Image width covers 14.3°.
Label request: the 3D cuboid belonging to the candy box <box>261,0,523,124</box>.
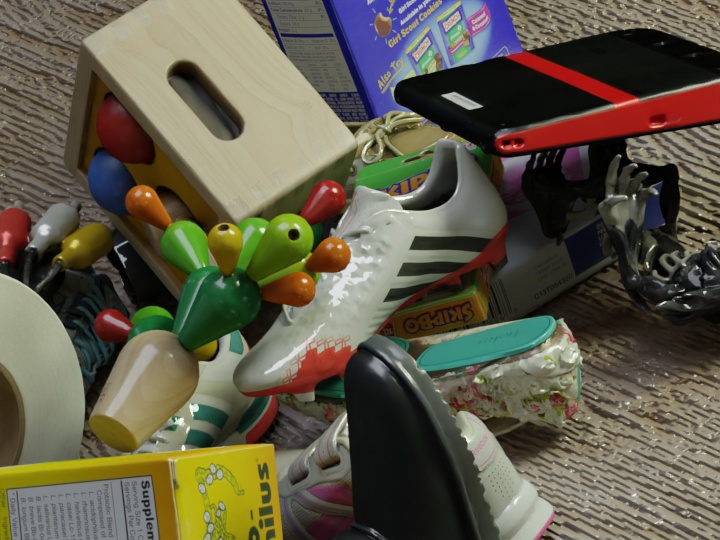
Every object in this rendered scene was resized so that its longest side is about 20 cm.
[{"bbox_3d":[0.014,-0.196,2.014,0.077,0.200,0.169,3,34,40],"label":"candy box"}]

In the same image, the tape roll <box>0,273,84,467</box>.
[{"bbox_3d":[-0.245,0.094,1.651,0.037,0.203,0.203,14,42,44],"label":"tape roll"}]

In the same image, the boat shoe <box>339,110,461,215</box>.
[{"bbox_3d":[-0.008,-0.079,1.940,0.200,0.063,0.073,-3,27,47],"label":"boat shoe"}]

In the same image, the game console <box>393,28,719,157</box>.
[{"bbox_3d":[0.129,-0.103,1.709,0.176,0.031,0.200,-14,16,-14],"label":"game console"}]

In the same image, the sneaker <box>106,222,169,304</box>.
[{"bbox_3d":[-0.134,-0.049,1.985,0.106,0.075,0.200,-22,27,-6],"label":"sneaker"}]

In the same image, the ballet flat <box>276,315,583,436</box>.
[{"bbox_3d":[0.038,0.071,1.636,0.199,0.064,0.076,-6,28,33],"label":"ballet flat"}]

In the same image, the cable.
[{"bbox_3d":[-0.216,0.001,1.807,0.097,0.051,0.200,11,20,3],"label":"cable"}]

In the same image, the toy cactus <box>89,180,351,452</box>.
[{"bbox_3d":[-0.096,0.023,1.564,0.200,0.102,0.165,-16,33,50],"label":"toy cactus"}]

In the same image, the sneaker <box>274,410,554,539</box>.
[{"bbox_3d":[0.007,0.107,1.561,0.199,0.088,0.081,-3,31,34],"label":"sneaker"}]

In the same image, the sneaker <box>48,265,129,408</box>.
[{"bbox_3d":[-0.193,0.035,1.870,0.086,0.078,0.200,-20,26,-5],"label":"sneaker"}]

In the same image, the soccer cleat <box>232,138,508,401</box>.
[{"bbox_3d":[0.000,0.000,1.634,0.200,0.085,0.069,-34,26,-23],"label":"soccer cleat"}]

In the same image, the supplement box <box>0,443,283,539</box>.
[{"bbox_3d":[-0.150,0.156,1.522,0.199,0.109,0.109,-7,-1,27],"label":"supplement box"}]

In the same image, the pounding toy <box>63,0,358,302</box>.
[{"bbox_3d":[-0.098,-0.055,1.799,0.142,0.200,0.184,-34,-17,-24],"label":"pounding toy"}]

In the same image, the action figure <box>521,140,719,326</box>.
[{"bbox_3d":[0.181,-0.032,1.655,0.119,0.102,0.200,-18,34,-32],"label":"action figure"}]

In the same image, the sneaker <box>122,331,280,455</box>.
[{"bbox_3d":[-0.118,0.095,1.674,0.070,0.094,0.200,-4,30,31],"label":"sneaker"}]

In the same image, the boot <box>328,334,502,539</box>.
[{"bbox_3d":[-0.031,0.150,1.426,0.200,0.165,0.066,-31,17,-19],"label":"boot"}]

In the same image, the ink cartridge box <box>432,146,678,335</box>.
[{"bbox_3d":[0.067,-0.023,1.824,0.196,0.043,0.200,-31,29,-19],"label":"ink cartridge box"}]

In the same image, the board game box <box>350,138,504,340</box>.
[{"bbox_3d":[0.036,-0.020,1.763,0.095,0.030,0.200,-15,31,16],"label":"board game box"}]
